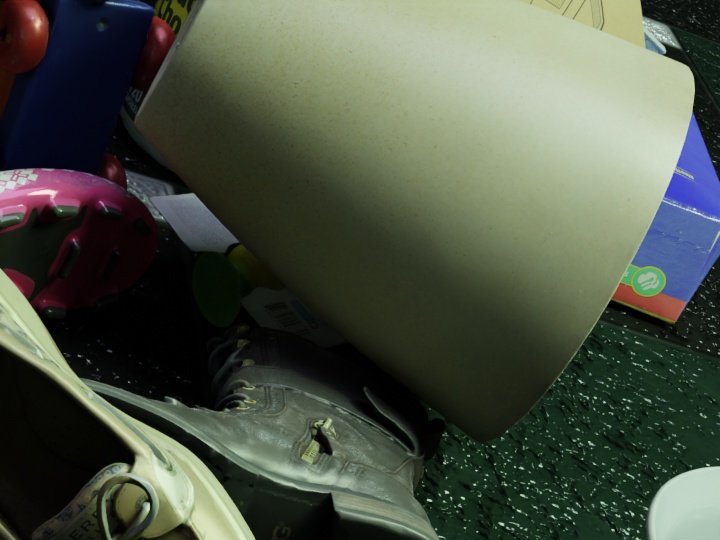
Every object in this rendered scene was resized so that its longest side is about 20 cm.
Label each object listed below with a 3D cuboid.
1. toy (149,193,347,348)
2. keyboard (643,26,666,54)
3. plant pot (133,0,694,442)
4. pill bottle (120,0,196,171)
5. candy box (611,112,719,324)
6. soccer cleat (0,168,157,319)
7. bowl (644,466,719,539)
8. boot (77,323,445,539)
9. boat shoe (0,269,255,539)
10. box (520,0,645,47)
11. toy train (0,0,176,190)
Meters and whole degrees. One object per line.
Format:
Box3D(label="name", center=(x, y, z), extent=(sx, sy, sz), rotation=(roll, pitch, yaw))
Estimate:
Box3D(label="toy", center=(0.000, 0.000, 1.139), extent=(0.199, 0.047, 0.115), rotation=(-9, 45, -44))
Box3D(label="keyboard", center=(0.092, -0.153, 1.444), extent=(0.199, 0.011, 0.056), rotation=(9, -21, 37))
Box3D(label="plant pot", center=(0.010, -0.055, 1.010), extent=(0.199, 0.188, 0.188), rotation=(29, 24, -9))
Box3D(label="pill bottle", center=(-0.041, -0.146, 1.199), extent=(0.112, 0.201, 0.112), rotation=(21, 25, -10))
Box3D(label="candy box", center=(0.113, -0.070, 1.349), extent=(0.168, 0.077, 0.200), rotation=(22, 24, -11))
Box3D(label="soccer cleat", center=(-0.177, -0.026, 0.989), extent=(0.199, 0.070, 0.086), rotation=(-1, 36, -45))
Box3D(label="bowl", center=(0.183, 0.173, 0.921), extent=(0.200, 0.091, 0.201), rotation=(21, 25, -10))
Box3D(label="boot", center=(-0.051, 0.068, 0.950), extent=(0.199, 0.069, 0.174), rotation=(24, 19, -14))
Box3D(label="boat shoe", center=(-0.111, 0.070, 0.821), extent=(0.200, 0.073, 0.063), rotation=(44, 9, 8))
Box3D(label="box", center=(0.082, -0.129, 1.192), extent=(0.021, 0.164, 0.200), rotation=(2, 15, 39))
Box3D(label="toy train", center=(-0.142, -0.124, 1.064), extent=(0.084, 0.201, 0.116), rotation=(4, 27, -39))
